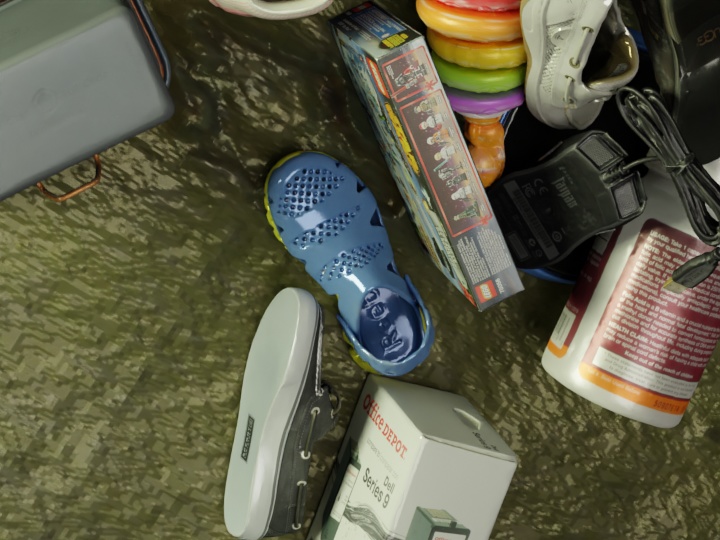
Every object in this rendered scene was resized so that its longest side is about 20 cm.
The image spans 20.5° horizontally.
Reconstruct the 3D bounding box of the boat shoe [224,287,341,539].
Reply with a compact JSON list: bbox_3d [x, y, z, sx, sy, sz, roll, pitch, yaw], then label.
[{"bbox_3d":[-0.048,0.109,1.472,0.066,0.070,0.201,5,106,-27],"label":"boat shoe"}]

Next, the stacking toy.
[{"bbox_3d":[0.088,-0.150,1.396,0.116,0.109,0.201,-44,141,-49],"label":"stacking toy"}]

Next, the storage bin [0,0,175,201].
[{"bbox_3d":[-0.215,-0.109,1.315,0.199,0.134,0.146,-26,112,-7],"label":"storage bin"}]

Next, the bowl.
[{"bbox_3d":[0.176,-0.084,1.498,0.200,0.039,0.202,-5,108,-17],"label":"bowl"}]

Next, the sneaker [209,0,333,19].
[{"bbox_3d":[-0.009,-0.229,1.360,0.200,0.105,0.076,-29,111,-9],"label":"sneaker"}]

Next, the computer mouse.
[{"bbox_3d":[0.180,-0.039,1.393,0.141,0.200,0.046,54,46,1],"label":"computer mouse"}]

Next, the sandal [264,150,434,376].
[{"bbox_3d":[0.000,0.000,1.443,0.079,0.087,0.200,-35,112,-3],"label":"sandal"}]

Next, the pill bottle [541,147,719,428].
[{"bbox_3d":[0.222,0.003,1.456,0.114,0.114,0.201,20,100,-22],"label":"pill bottle"}]

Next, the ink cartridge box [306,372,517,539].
[{"bbox_3d":[0.026,0.195,1.479,0.084,0.146,0.201,17,100,-20],"label":"ink cartridge box"}]

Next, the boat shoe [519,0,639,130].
[{"bbox_3d":[0.154,-0.142,1.349,0.069,0.200,0.071,25,77,19],"label":"boat shoe"}]

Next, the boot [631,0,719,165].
[{"bbox_3d":[0.205,-0.189,1.372,0.069,0.174,0.201,-22,133,-9],"label":"boot"}]

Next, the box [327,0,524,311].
[{"bbox_3d":[0.045,-0.083,1.403,0.040,0.137,0.201,-26,113,-6],"label":"box"}]
